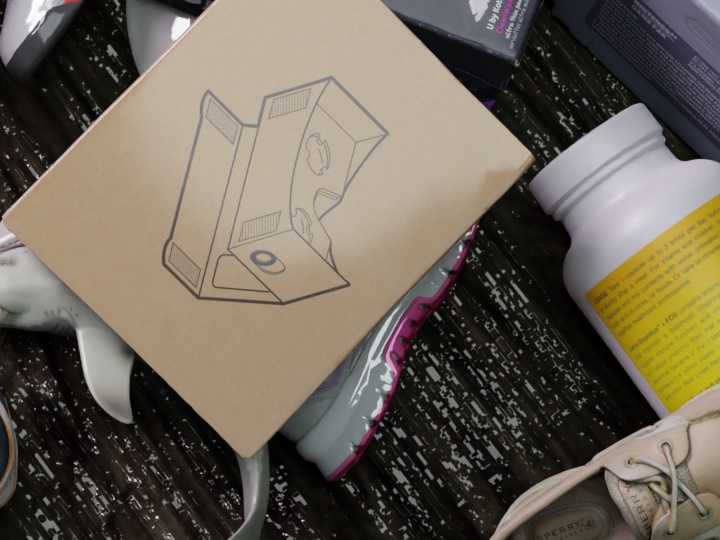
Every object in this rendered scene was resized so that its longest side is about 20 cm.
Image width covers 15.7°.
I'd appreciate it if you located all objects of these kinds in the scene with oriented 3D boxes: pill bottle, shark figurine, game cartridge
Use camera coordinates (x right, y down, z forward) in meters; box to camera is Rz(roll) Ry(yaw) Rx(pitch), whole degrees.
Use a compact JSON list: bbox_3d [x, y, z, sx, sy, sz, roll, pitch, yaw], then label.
[{"bbox_3d":[0.172,0.016,1.316,0.104,0.104,0.200,-34,83,-13],"label":"pill bottle"},{"bbox_3d":[-0.096,0.051,1.285,0.128,0.089,0.215,-44,95,-15],"label":"shark figurine"},{"bbox_3d":[0.182,-0.106,1.332,0.200,0.133,0.041,44,77,4],"label":"game cartridge"}]

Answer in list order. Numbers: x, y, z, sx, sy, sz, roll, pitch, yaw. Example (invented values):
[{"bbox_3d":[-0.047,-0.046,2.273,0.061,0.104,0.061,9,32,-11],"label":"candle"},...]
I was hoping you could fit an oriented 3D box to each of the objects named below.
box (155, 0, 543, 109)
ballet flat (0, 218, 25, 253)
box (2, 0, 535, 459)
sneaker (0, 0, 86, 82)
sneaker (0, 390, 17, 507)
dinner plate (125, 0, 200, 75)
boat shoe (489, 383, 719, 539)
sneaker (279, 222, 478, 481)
[{"bbox_3d":[-0.006,-0.167,1.305,0.200,0.122,0.106,21,77,-3],"label":"box"},{"bbox_3d":[-0.117,-0.032,1.317,0.200,0.069,0.070,-18,79,-7],"label":"ballet flat"},{"bbox_3d":[-0.042,-0.038,1.229,0.163,0.021,0.200,45,90,-4],"label":"box"},{"bbox_3d":[-0.170,-0.201,1.337,0.108,0.067,0.202,29,69,-12],"label":"sneaker"},{"bbox_3d":[-0.233,0.042,1.280,0.078,0.079,0.200,-32,57,-5],"label":"sneaker"},{"bbox_3d":[-0.023,-0.139,1.372,0.200,0.024,0.201,2,77,-8],"label":"dinner plate"},{"bbox_3d":[0.146,0.108,1.254,0.200,0.065,0.072,-26,90,30],"label":"boat shoe"},{"bbox_3d":[0.000,0.000,1.307,0.088,0.081,0.200,28,80,3],"label":"sneaker"}]
